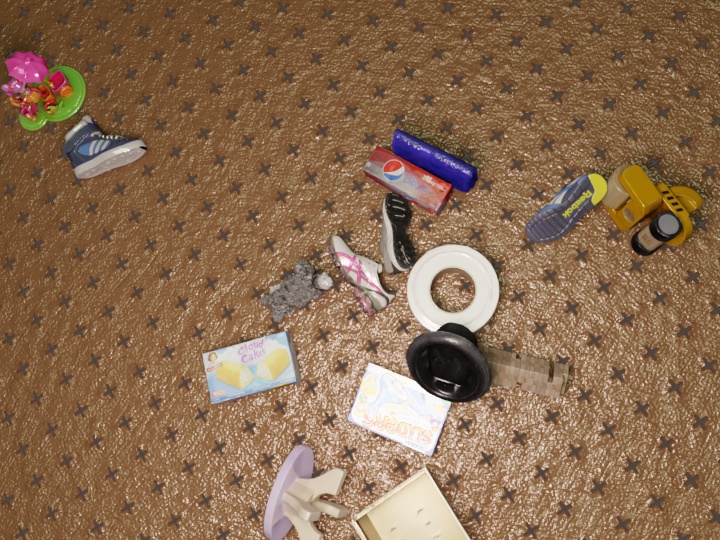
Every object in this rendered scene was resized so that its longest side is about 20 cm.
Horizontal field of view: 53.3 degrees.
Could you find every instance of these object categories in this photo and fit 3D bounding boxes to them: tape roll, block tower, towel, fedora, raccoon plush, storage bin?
[{"bbox_3d":[0.202,0.049,1.567,0.200,0.071,0.205,-1,79,7],"label":"tape roll"},{"bbox_3d":[0.334,0.213,1.514,0.198,0.054,0.058,10,120,11],"label":"block tower"},{"bbox_3d":[0.162,-0.238,1.588,0.199,0.148,0.050,28,93,12],"label":"towel"},{"bbox_3d":[0.190,0.178,1.478,0.199,0.202,0.092,20,47,12],"label":"fedora"},{"bbox_3d":[-0.147,0.046,1.565,0.134,0.200,0.097,-39,90,-13],"label":"raccoon plush"},{"bbox_3d":[0.110,0.544,1.475,0.198,0.094,0.201,-34,77,1],"label":"storage bin"}]

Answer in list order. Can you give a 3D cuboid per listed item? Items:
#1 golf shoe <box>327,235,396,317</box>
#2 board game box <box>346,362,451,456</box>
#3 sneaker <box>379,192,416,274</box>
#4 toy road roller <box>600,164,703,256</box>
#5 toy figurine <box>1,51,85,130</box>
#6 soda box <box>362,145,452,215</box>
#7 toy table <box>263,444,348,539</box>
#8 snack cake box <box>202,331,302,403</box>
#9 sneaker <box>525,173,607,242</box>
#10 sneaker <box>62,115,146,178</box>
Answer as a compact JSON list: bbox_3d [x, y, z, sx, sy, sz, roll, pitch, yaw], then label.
[{"bbox_3d":[0.000,0.000,1.609,0.092,0.073,0.201,-33,86,-5],"label":"golf shoe"},{"bbox_3d":[0.086,0.299,1.555,0.198,0.034,0.136,20,83,12],"label":"board game box"},{"bbox_3d":[0.071,-0.084,1.610,0.073,0.079,0.202,12,61,-28],"label":"sneaker"},{"bbox_3d":[0.622,-0.142,1.518,0.145,0.123,0.201,-30,77,-13],"label":"toy road roller"},{"bbox_3d":[-0.805,-0.453,1.754,0.200,0.184,0.150,-40,76,0],"label":"toy figurine"},{"bbox_3d":[0.108,-0.204,1.631,0.199,0.063,0.070,31,87,12],"label":"soda box"},{"bbox_3d":[-0.111,0.480,1.488,0.116,0.183,0.202,17,94,27],"label":"toy table"},{"bbox_3d":[-0.241,0.217,1.603,0.198,0.067,0.116,-16,78,5],"label":"snack cake box"},{"bbox_3d":[0.448,-0.136,1.569,0.200,0.082,0.074,-39,100,18],"label":"sneaker"},{"bbox_3d":[-0.632,-0.325,1.756,0.198,0.081,0.148,-21,81,10],"label":"sneaker"}]
